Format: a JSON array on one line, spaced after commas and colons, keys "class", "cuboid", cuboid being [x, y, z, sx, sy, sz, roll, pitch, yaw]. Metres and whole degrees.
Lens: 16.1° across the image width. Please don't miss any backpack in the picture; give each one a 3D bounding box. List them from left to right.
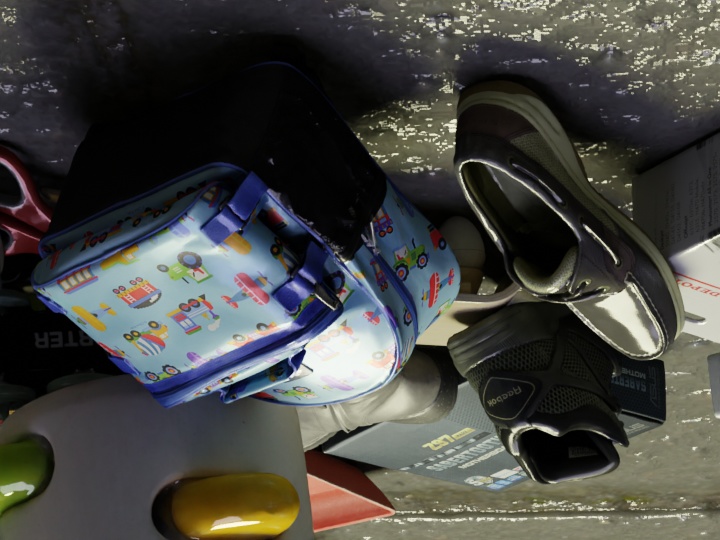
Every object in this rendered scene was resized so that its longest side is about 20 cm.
[{"class": "backpack", "cuboid": [-0.053, 0.003, 1.376, 0.182, 0.135, 0.200, -19, 128, 37]}]

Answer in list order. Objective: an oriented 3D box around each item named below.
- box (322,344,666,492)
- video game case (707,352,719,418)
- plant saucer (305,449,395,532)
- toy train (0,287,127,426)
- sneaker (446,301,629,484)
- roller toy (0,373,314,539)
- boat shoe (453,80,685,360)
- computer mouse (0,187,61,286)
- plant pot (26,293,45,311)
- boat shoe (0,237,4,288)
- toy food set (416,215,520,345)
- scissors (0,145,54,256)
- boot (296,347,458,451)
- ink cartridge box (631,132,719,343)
[{"class": "box", "cuboid": [0.090, 0.095, 1.761, 0.157, 0.051, 0.200, 17, 152, -30]}, {"class": "video game case", "cuboid": [0.354, 0.066, 1.652, 0.181, 0.046, 0.200, -15, 164, 36]}, {"class": "plant saucer", "cuboid": [-0.107, 0.162, 1.945, 0.199, 0.037, 0.200, -16, 151, 34]}, {"class": "toy train", "cuboid": [-0.171, 0.053, 1.544, 0.199, 0.086, 0.114, -4, 164, -11]}, {"class": "sneaker", "cuboid": [0.131, 0.075, 1.579, 0.076, 0.115, 0.199, -27, 172, 25]}, {"class": "roller toy", "cuboid": [-0.117, 0.146, 1.479, 0.199, 0.140, 0.182, -12, 162, 13]}, {"class": "boat shoe", "cuboid": [0.108, -0.014, 1.399, 0.072, 0.066, 0.201, -10, 129, 39]}, {"class": "computer mouse", "cuboid": [-0.220, -0.014, 1.517, 0.199, 0.046, 0.140, 12, 154, -25]}, {"class": "plant pot", "cuboid": [-0.252, 0.127, 1.671, 0.180, 0.201, 0.199, 9, 157, -6]}, {"class": "boat shoe", "cuboid": [-0.245, -0.037, 1.402, 0.072, 0.062, 0.200, -2, 141, 11]}, {"class": "toy food set", "cuboid": [0.000, 0.000, 1.549, 0.199, 0.061, 0.144, 4, 168, -5]}, {"class": "scissors", "cuboid": [-0.164, -0.010, 1.486, 0.200, 0.014, 0.073, 32, 122, -23]}, {"class": "boot", "cuboid": [-0.048, 0.075, 1.662, 0.199, 0.070, 0.131, -17, 163, 33]}, {"class": "ink cartridge box", "cuboid": [0.233, -0.029, 1.444, 0.115, 0.067, 0.200, 17, 152, -32]}]
